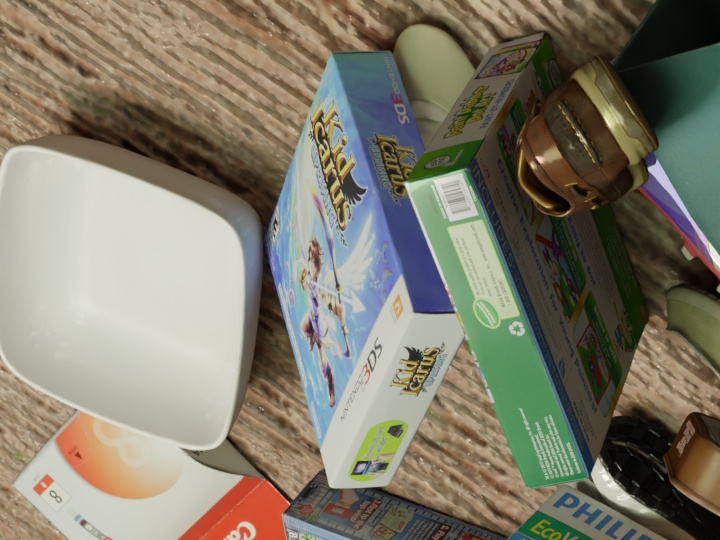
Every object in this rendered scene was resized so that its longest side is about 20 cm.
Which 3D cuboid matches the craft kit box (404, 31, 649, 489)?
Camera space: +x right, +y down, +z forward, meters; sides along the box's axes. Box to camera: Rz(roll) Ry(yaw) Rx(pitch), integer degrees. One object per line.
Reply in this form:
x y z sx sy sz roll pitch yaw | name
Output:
0.102 -0.010 1.358 0.048 0.198 0.201 -12 112 26 | craft kit box

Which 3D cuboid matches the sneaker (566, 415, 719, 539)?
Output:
0.213 0.182 1.505 0.200 0.074 0.079 46 140 6 | sneaker

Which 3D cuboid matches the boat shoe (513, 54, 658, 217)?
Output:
0.112 -0.066 1.263 0.067 0.200 0.072 -32 84 0 | boat shoe

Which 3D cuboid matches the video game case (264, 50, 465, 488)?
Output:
0.000 0.000 1.428 0.182 0.045 0.201 114 147 -47 | video game case

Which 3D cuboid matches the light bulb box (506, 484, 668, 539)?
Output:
0.145 0.267 1.423 0.198 0.200 0.125 25 139 32 | light bulb box

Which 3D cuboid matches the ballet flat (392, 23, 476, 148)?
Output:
0.055 -0.051 1.448 0.069 0.069 0.201 -4 116 32 | ballet flat

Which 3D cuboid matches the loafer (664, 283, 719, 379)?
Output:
0.241 0.071 1.361 0.200 0.075 0.069 39 108 47 | loafer

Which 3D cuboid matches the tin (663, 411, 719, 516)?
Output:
0.238 0.128 1.379 0.112 0.200 0.042 31 95 2 | tin

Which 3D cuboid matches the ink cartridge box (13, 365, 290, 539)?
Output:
-0.143 0.179 1.722 0.200 0.050 0.162 47 131 1 | ink cartridge box

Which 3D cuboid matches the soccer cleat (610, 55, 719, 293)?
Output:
0.211 -0.048 1.361 0.200 0.067 0.077 42 126 5 | soccer cleat

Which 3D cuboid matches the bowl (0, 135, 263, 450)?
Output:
-0.152 0.006 1.597 0.199 0.075 0.201 19 123 19 | bowl

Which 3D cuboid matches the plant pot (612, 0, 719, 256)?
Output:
0.256 -0.072 1.274 0.141 0.141 0.201 -13 116 36 | plant pot

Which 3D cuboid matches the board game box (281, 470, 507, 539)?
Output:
0.060 0.250 1.638 0.199 0.062 0.201 6 121 29 | board game box
